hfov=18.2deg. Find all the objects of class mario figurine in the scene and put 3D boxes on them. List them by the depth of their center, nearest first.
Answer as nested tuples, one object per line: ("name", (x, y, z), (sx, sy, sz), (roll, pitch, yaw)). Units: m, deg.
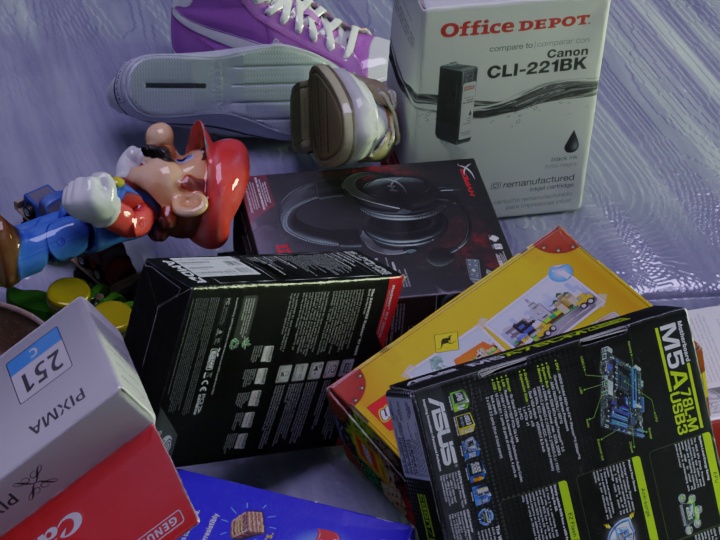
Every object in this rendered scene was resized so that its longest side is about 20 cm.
("mario figurine", (-0.172, -0.059, 1.549), (0.198, 0.107, 0.124), (-18, 45, -18))

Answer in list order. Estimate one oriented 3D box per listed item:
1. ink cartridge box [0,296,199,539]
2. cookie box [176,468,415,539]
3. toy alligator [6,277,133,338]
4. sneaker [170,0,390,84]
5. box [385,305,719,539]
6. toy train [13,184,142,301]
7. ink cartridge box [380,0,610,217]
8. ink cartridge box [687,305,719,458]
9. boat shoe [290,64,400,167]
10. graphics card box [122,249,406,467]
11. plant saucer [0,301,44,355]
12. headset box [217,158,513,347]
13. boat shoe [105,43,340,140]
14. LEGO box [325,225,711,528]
("ink cartridge box", (-0.205, 0.134, 1.300), (0.199, 0.045, 0.177), (-37, 42, 5))
("cookie box", (-0.085, 0.208, 1.332), (0.198, 0.076, 0.172), (13, 41, 11))
("toy alligator", (-0.154, 0.049, 1.525), (0.199, 0.060, 0.054), (27, 46, 26))
("sneaker", (-0.054, -0.198, 1.786), (0.198, 0.115, 0.073), (7, 38, 2))
("box", (0.128, 0.141, 1.351), (0.192, 0.202, 0.047), (-16, 6, -23))
("toy train", (-0.184, -0.005, 1.597), (0.034, 0.046, 0.200), (-27, 49, -32))
("ink cartridge box", (0.097, -0.140, 1.661), (0.143, 0.201, 0.084), (-6, 41, -12))
("ink cartridge box", (0.239, 0.079, 1.528), (0.198, 0.051, 0.109), (-10, 42, -3))
("boat shoe", (-0.005, -0.114, 1.638), (0.068, 0.076, 0.200), (-2, 8, -10))
("graphics card box", (-0.066, 0.054, 1.423), (0.051, 0.126, 0.199), (29, 22, 36))
("plant saucer", (-0.255, 0.117, 1.406), (0.199, 0.037, 0.202), (-9, 61, 16))
("headset box", (0.000, 0.000, 1.585), (0.198, 0.078, 0.149), (-4, 41, -12))
("boat shoe", (-0.101, -0.141, 1.746), (0.198, 0.074, 0.067), (6, -3, -25))
("LEGO box", (0.103, 0.085, 1.451), (0.199, 0.077, 0.149), (-34, 49, -16))
